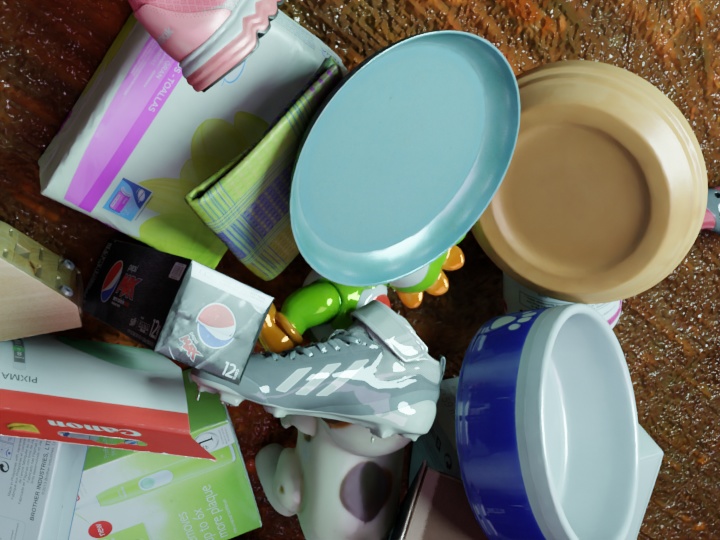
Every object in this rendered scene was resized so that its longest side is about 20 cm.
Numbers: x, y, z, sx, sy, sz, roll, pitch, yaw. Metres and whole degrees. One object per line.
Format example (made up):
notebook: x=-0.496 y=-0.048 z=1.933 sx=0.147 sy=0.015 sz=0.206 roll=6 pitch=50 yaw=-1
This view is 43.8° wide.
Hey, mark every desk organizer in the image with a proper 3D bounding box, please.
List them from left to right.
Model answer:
desk organizer: x=0.067 y=0.248 z=0.817 sx=0.076 sy=0.073 sz=0.201 roll=20 pitch=152 yaw=5

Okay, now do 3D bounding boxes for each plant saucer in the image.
plant saucer: x=0.030 y=-0.079 z=0.643 sx=0.198 sy=0.027 sz=0.203 roll=-23 pitch=135 yaw=-24
plant saucer: x=0.166 y=-0.060 z=0.704 sx=0.037 sy=0.197 sz=0.204 roll=-44 pitch=141 yaw=-52

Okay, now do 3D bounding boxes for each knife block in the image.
knife block: x=-0.328 y=0.030 z=0.654 sx=0.199 sy=0.064 sz=0.176 roll=35 pitch=101 yaw=-27

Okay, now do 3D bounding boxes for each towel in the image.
towel: x=-0.049 y=-0.066 z=0.669 sx=0.144 sy=0.023 sz=0.200 roll=-46 pitch=164 yaw=-3

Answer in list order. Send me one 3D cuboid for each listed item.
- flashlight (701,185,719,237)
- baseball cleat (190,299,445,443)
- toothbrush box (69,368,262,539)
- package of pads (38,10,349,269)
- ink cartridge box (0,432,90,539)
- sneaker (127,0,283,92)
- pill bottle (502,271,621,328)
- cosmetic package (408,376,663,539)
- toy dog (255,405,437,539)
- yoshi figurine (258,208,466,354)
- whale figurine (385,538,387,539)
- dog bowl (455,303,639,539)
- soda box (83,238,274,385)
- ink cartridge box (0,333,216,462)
flashlight: x=0.328 y=-0.047 z=0.896 sx=0.196 sy=0.068 sz=0.069 roll=-10 pitch=121 yaw=-18
baseball cleat: x=-0.029 y=0.068 z=0.694 sx=0.197 sy=0.070 sz=0.109 roll=15 pitch=88 yaw=-21
toothbrush box: x=-0.204 y=0.193 z=0.817 sx=0.196 sy=0.086 sz=0.148 roll=-17 pitch=127 yaw=-10
package of pads: x=-0.119 y=-0.110 z=0.661 sx=0.153 sy=0.068 sz=0.201 roll=28 pitch=109 yaw=-34
ink cartridge box: x=-0.321 y=0.156 z=0.688 sx=0.196 sy=0.076 sz=0.139 roll=14 pitch=92 yaw=0
sneaker: x=-0.075 y=-0.211 z=0.558 sx=0.086 sy=0.073 sz=0.202 roll=39 pitch=59 yaw=-25
pill bottle: x=0.183 y=-0.043 z=0.806 sx=0.111 sy=0.114 sz=0.203 roll=-17 pitch=127 yaw=-11
cosmetic package: x=0.172 y=0.215 z=0.940 sx=0.196 sy=0.168 sz=0.169 roll=-9 pitch=125 yaw=-18
toy dog: x=-0.011 y=0.154 z=0.813 sx=0.137 sy=0.196 sz=0.203 roll=8 pitch=126 yaw=-13
yoshi figurine: x=-0.007 y=-0.012 z=0.751 sx=0.198 sy=0.113 sz=0.113 roll=-33 pitch=123 yaw=0
whale figurine: x=0.046 y=0.355 z=0.993 sx=0.157 sy=0.105 sz=0.200 roll=-20 pitch=145 yaw=19
dog bowl: x=0.160 y=0.132 z=0.742 sx=0.078 sy=0.203 sz=0.200 roll=-9 pitch=140 yaw=36
soda box: x=-0.141 y=0.024 z=0.654 sx=0.070 sy=0.199 sz=0.064 roll=26 pitch=83 yaw=-31
ink cartridge box: x=-0.206 y=0.087 z=0.676 sx=0.158 sy=0.199 sz=0.051 roll=13 pitch=88 yaw=-29
